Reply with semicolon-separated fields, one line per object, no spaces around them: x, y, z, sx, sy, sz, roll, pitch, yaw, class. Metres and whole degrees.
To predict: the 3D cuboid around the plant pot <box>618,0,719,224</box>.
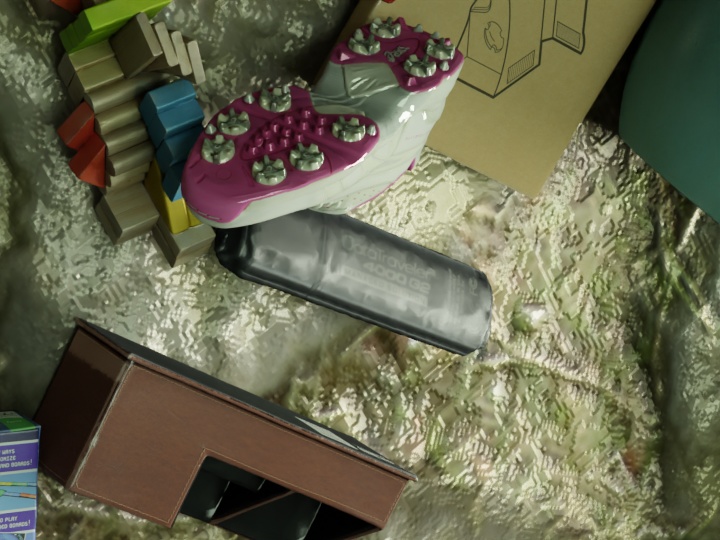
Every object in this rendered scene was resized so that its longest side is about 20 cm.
0.246;-0.101;1.274;0.200;0.201;0.161;32;101;-34;plant pot

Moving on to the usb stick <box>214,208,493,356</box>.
0.000;0.000;1.221;0.200;0.033;0.056;21;68;-42;usb stick

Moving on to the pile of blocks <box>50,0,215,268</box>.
-0.120;-0.086;1.109;0.062;0.082;0.201;-25;115;-25;pile of blocks

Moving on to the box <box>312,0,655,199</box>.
0.086;-0.155;1.231;0.163;0.021;0.200;23;104;-33;box

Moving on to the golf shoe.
-0.018;-0.057;1.139;0.200;0.075;0.092;-34;146;-42;golf shoe

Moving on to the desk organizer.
-0.076;0.103;1.193;0.200;0.072;0.077;26;90;-34;desk organizer

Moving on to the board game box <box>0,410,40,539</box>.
-0.260;0.146;1.108;0.199;0.034;0.136;-2;103;-32;board game box

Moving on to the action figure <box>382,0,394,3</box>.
-0.050;-0.180;1.109;0.200;0.065;0.052;7;114;-53;action figure
